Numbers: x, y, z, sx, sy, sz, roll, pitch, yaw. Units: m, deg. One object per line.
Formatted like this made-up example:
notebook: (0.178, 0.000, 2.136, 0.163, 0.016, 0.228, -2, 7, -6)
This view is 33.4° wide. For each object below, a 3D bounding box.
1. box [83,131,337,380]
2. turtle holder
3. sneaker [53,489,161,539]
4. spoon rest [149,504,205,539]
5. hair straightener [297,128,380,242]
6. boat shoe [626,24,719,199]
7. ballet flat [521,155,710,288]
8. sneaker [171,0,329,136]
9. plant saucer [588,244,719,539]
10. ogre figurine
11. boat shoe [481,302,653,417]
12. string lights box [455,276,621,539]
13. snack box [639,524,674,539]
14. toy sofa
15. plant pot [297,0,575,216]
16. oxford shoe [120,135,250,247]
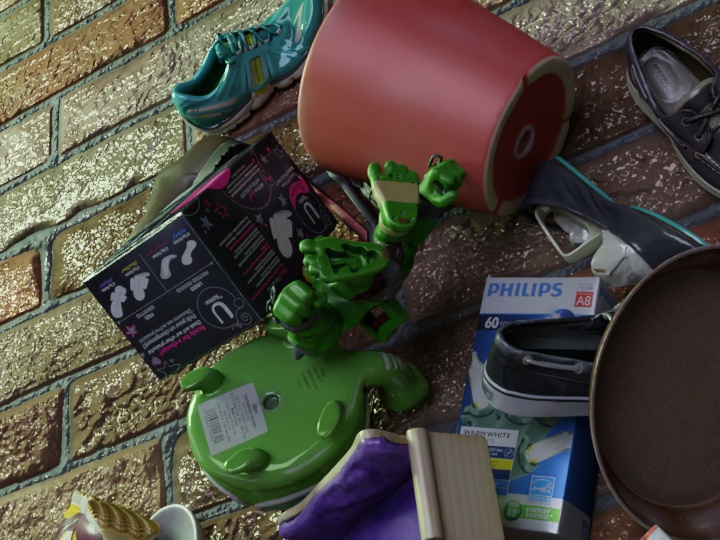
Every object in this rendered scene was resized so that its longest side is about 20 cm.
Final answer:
box: (-0.127, -0.015, 1.069, 0.132, 0.115, 0.200, -31, 12, 29)
turtle holder: (-0.050, 0.118, 1.001, 0.141, 0.132, 0.186, 31, 68, 32)
sneaker: (-0.230, 0.252, 1.058, 0.091, 0.075, 0.200, -70, 15, -11)
spoon rest: (-0.174, 0.300, 1.033, 0.099, 0.060, 0.201, -24, 55, 38)
hair straightener: (-0.003, -0.082, 1.138, 0.077, 0.041, 0.200, -48, 50, 3)
boat shoe: (0.274, -0.126, 0.960, 0.072, 0.065, 0.200, -38, 52, 9)
ballet flat: (0.198, -0.025, 0.957, 0.073, 0.073, 0.200, -51, 43, 1)
sneaker: (-0.114, -0.225, 1.263, 0.200, 0.080, 0.078, -43, 50, 6)
plant saucer: (0.231, 0.082, 0.813, 0.201, 0.200, 0.034, -61, 22, -9)
ogre figurine: (0.000, 0.000, 0.935, 0.098, 0.120, 0.201, 23, 53, 3)
boat shoe: (0.186, 0.058, 0.856, 0.198, 0.068, 0.074, 1, 38, -8)
string lights box: (0.135, 0.108, 0.933, 0.102, 0.059, 0.201, -1, 66, 34)
snack box: (0.251, 0.255, 0.723, 0.053, 0.142, 0.200, -46, 49, 3)
toy sofa: (0.014, 0.194, 0.885, 0.200, 0.097, 0.083, 129, 142, -49)
plant pot: (0.074, -0.144, 1.034, 0.177, 0.200, 0.201, 28, 83, 28)
oxford shoe: (-0.192, -0.058, 1.237, 0.084, 0.073, 0.200, 28, 71, 42)
